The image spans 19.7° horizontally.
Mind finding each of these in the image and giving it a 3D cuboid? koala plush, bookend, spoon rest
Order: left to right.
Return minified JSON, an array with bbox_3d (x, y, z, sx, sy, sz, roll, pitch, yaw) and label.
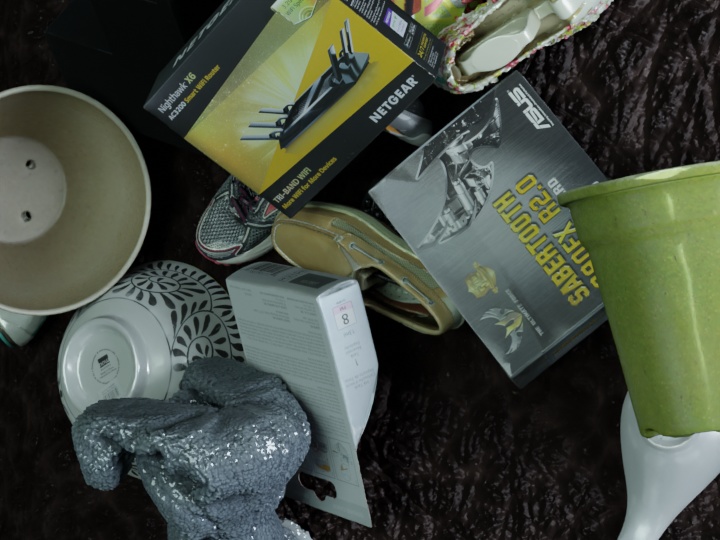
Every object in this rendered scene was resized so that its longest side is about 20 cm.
[{"bbox_3d":[-0.189,-0.215,1.795,0.199,0.200,0.092,19,57,31],"label":"bookend"},{"bbox_3d":[-0.116,0.199,1.719,0.183,0.177,0.202,12,115,46],"label":"koala plush"},{"bbox_3d":[0.227,0.159,1.611,0.099,0.061,0.201,26,86,29],"label":"spoon rest"}]

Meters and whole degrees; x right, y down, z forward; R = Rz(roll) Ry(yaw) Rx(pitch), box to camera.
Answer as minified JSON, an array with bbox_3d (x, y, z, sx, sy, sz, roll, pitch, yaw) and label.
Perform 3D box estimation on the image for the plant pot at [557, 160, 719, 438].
[{"bbox_3d":[0.252,0.022,1.500,0.199,0.200,0.186,-9,88,30],"label":"plant pot"}]

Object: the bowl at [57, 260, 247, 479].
[{"bbox_3d":[-0.205,0.088,1.848,0.199,0.094,0.203,-3,85,32],"label":"bowl"}]

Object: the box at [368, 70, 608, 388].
[{"bbox_3d":[0.126,-0.034,1.651,0.158,0.048,0.201,-38,69,3],"label":"box"}]

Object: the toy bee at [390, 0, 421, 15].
[{"bbox_3d":[-0.047,-0.238,1.696,0.199,0.108,0.132,6,115,55],"label":"toy bee"}]

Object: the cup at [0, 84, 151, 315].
[{"bbox_3d":[-0.302,-0.068,1.876,0.143,0.199,0.202,-164,84,-69],"label":"cup"}]

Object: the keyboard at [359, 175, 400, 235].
[{"bbox_3d":[0.079,-0.036,1.717,0.199,0.040,0.105,15,95,30],"label":"keyboard"}]

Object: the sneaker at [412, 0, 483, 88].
[{"bbox_3d":[0.087,-0.248,1.709,0.090,0.078,0.202,10,98,17],"label":"sneaker"}]

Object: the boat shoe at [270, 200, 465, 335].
[{"bbox_3d":[0.000,0.000,1.723,0.199,0.076,0.072,19,130,28],"label":"boat shoe"}]

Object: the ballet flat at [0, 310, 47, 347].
[{"bbox_3d":[-0.354,-0.019,1.972,0.069,0.069,0.201,-44,70,21],"label":"ballet flat"}]

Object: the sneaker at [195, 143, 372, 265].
[{"bbox_3d":[-0.077,-0.085,1.795,0.200,0.074,0.081,-46,66,21],"label":"sneaker"}]

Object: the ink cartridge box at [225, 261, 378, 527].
[{"bbox_3d":[-0.037,0.099,1.734,0.162,0.057,0.202,10,121,58],"label":"ink cartridge box"}]

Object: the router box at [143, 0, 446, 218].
[{"bbox_3d":[-0.054,-0.155,1.659,0.157,0.052,0.200,36,128,-15],"label":"router box"}]

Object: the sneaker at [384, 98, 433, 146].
[{"bbox_3d":[0.009,-0.190,1.751,0.077,0.078,0.201,-39,68,16],"label":"sneaker"}]

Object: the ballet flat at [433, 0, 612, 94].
[{"bbox_3d":[0.141,-0.202,1.657,0.199,0.064,0.076,-38,109,11],"label":"ballet flat"}]
